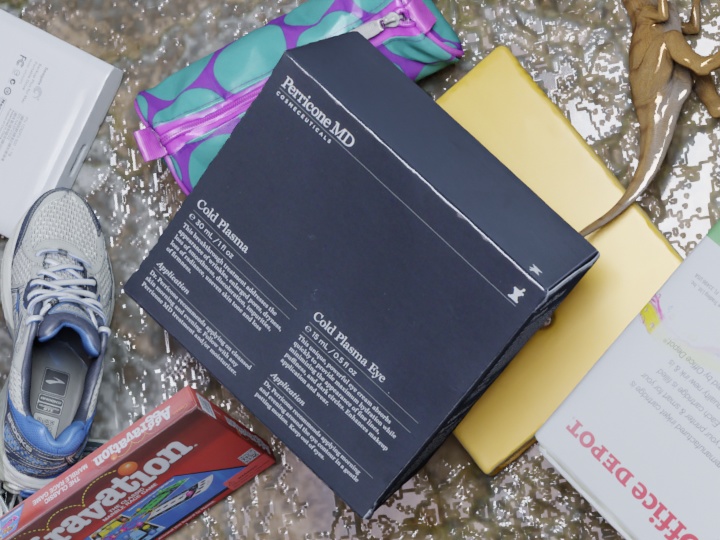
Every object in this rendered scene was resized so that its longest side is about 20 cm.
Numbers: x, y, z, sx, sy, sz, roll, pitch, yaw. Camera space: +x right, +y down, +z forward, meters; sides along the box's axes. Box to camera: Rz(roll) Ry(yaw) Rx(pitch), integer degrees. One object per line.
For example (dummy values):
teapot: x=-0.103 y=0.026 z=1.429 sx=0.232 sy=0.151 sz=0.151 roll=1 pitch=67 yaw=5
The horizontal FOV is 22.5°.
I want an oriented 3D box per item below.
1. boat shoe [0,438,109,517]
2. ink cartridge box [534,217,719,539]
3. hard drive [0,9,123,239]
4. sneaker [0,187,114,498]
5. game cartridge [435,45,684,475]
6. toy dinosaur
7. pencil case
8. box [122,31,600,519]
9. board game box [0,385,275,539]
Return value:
boat shoe: x=-0.238 y=0.149 z=1.164 sx=0.198 sy=0.062 sz=0.076 roll=-9 pitch=77 yaw=12
ink cartridge box: x=0.218 y=0.075 z=1.019 sx=0.200 sy=0.087 sz=0.145 roll=-49 pitch=52 yaw=4
hard drive: x=-0.272 y=-0.116 z=1.216 sx=0.199 sy=0.026 sz=0.133 roll=27 pitch=92 yaw=15
sneaker: x=-0.182 y=0.035 z=1.125 sx=0.076 sy=0.085 sz=0.202 roll=8 pitch=65 yaw=-21
game cartridge: x=0.085 y=-0.007 z=1.115 sx=0.176 sy=0.032 sz=0.201 roll=-40 pitch=74 yaw=8
toy dinosaur: x=0.184 y=-0.110 z=1.090 sx=0.105 sy=0.060 sz=0.202 roll=-7 pitch=71 yaw=28
pencil case: x=-0.040 y=-0.121 z=1.123 sx=0.199 sy=0.092 sz=0.086 roll=-29 pitch=90 yaw=12
box: x=0.000 y=0.000 z=1.041 sx=0.200 sy=0.104 sz=0.183 roll=43 pitch=117 yaw=9
board game box: x=-0.158 y=0.150 z=1.123 sx=0.199 sy=0.103 sz=0.020 roll=-35 pitch=54 yaw=9
